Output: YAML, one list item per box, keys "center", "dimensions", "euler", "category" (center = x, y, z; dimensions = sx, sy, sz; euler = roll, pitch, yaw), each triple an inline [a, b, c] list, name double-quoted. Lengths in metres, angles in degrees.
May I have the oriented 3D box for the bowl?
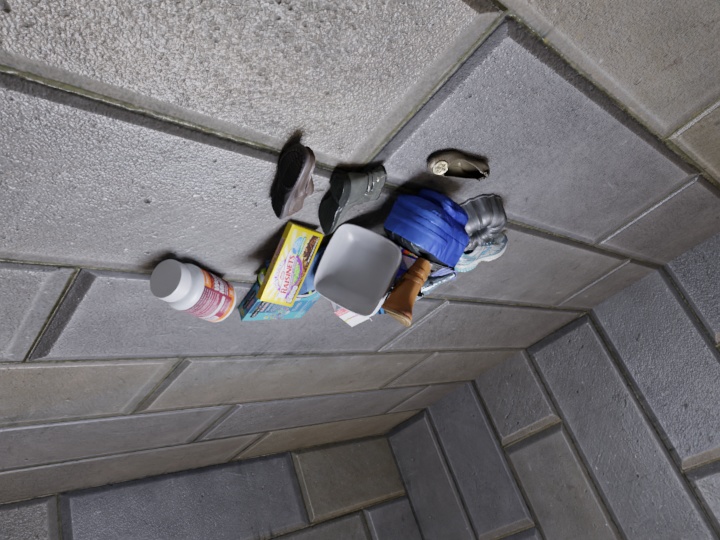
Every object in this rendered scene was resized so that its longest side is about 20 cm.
- center: [0.000, 0.000, 1.356]
  dimensions: [0.202, 0.198, 0.075]
  euler: [-65, 156, 2]
  category: "bowl"

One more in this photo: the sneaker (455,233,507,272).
- center: [0.376, -0.072, 1.686]
  dimensions: [0.199, 0.078, 0.087]
  euler: [-29, 128, -13]
  category: "sneaker"

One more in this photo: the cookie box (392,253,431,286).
- center: [0.083, 0.029, 1.544]
  dimensions: [0.171, 0.076, 0.199]
  euler: [-36, 149, 27]
  category: "cookie box"

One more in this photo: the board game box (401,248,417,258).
- center: [0.106, -0.050, 1.552]
  dimensions: [0.199, 0.045, 0.134]
  euler: [-30, 153, 14]
  category: "board game box"

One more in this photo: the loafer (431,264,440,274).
- center: [0.211, -0.013, 1.643]
  dimensions: [0.063, 0.072, 0.200]
  euler: [-53, -179, -35]
  category: "loafer"

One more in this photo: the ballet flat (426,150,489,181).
- center: [0.241, -0.242, 1.293]
  dimensions: [0.198, 0.047, 0.067]
  euler: [1, 145, -38]
  category: "ballet flat"

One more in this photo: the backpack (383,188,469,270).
- center: [0.160, -0.116, 1.345]
  dimensions: [0.199, 0.162, 0.169]
  euler: [18, 95, -47]
  category: "backpack"

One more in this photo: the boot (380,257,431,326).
- center: [0.117, 0.042, 1.276]
  dimensions: [0.155, 0.073, 0.200]
  euler: [-54, -170, 2]
  category: "boot"

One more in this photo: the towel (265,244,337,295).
- center: [-0.149, 0.006, 1.393]
  dimensions: [0.198, 0.048, 0.113]
  euler: [-17, 119, -31]
  category: "towel"

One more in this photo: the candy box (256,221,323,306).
- center: [-0.170, -0.012, 1.313]
  dimensions: [0.102, 0.026, 0.202]
  euler: [16, 102, -42]
  category: "candy box"

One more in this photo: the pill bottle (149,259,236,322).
- center: [-0.393, 0.048, 1.281]
  dimensions: [0.109, 0.110, 0.200]
  euler: [-28, 153, 12]
  category: "pill bottle"

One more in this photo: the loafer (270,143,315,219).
- center: [-0.129, -0.185, 1.106]
  dimensions: [0.070, 0.074, 0.200]
  euler: [-18, 160, -32]
  category: "loafer"

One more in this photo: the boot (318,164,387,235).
- center: [-0.015, -0.157, 1.244]
  dimensions: [0.129, 0.068, 0.200]
  euler: [-13, 154, -29]
  category: "boot"

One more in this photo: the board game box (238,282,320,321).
- center: [-0.227, 0.084, 1.546]
  dimensions: [0.198, 0.047, 0.151]
  euler: [2, 145, -39]
  category: "board game box"

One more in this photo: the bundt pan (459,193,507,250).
- center: [0.330, -0.126, 1.550]
  dimensions: [0.200, 0.076, 0.202]
  euler: [-17, 153, -9]
  category: "bundt pan"

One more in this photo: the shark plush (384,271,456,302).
- center: [0.156, 0.059, 1.394]
  dimensions: [0.198, 0.092, 0.083]
  euler: [-12, -164, 17]
  category: "shark plush"

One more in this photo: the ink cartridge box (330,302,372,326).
- center: [-0.036, 0.094, 1.631]
  dimensions: [0.067, 0.117, 0.200]
  euler: [-26, 153, 8]
  category: "ink cartridge box"

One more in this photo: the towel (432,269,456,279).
- center: [0.264, 0.003, 1.798]
  dimensions: [0.143, 0.024, 0.201]
  euler: [-18, 154, -6]
  category: "towel"

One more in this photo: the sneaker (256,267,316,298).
- center: [-0.180, 0.023, 1.440]
  dimensions: [0.198, 0.072, 0.083]
  euler: [3, 144, -41]
  category: "sneaker"

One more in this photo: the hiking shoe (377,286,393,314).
- center: [0.052, 0.085, 1.478]
  dimensions: [0.198, 0.075, 0.087]
  euler: [16, 144, -34]
  category: "hiking shoe"
